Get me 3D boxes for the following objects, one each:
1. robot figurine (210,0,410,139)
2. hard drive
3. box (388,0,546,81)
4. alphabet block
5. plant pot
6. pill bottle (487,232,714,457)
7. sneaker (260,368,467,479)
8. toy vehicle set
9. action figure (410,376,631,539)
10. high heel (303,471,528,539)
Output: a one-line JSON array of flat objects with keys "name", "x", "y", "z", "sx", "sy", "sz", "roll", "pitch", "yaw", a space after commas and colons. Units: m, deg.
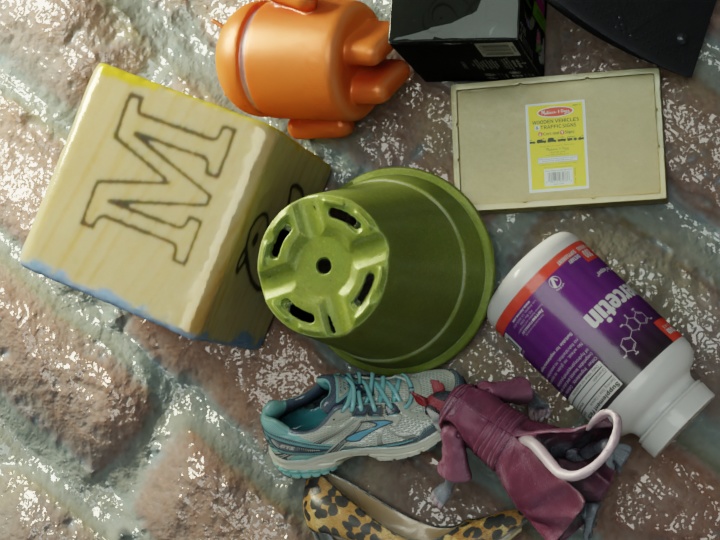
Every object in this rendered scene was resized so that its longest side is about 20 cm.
[{"name": "robot figurine", "x": -0.054, "y": -0.203, "z": 1.384, "sx": 0.199, "sy": 0.144, "sz": 0.117, "roll": 5, "pitch": 73, "yaw": 28}, {"name": "hard drive", "x": 0.238, "y": -0.267, "z": 1.300, "sx": 0.042, "sy": 0.199, "sz": 0.136, "roll": 9, "pitch": 79, "yaw": 58}, {"name": "box", "x": 0.106, "y": -0.290, "z": 1.344, "sx": 0.124, "sy": 0.148, "sz": 0.201, "roll": 1, "pitch": 83, "yaw": 16}, {"name": "alphabet block", "x": -0.169, "y": -0.055, "z": 1.366, "sx": 0.196, "sy": 0.195, "sz": 0.201, "roll": 22, "pitch": 90, "yaw": 14}, {"name": "plant pot", "x": 0.000, "y": 0.000, "z": 1.300, "sx": 0.199, "sy": 0.190, "sz": 0.201, "roll": 0, "pitch": 89, "yaw": 21}, {"name": "pill bottle", "x": 0.215, "y": 0.068, "z": 1.289, "sx": 0.200, "sy": 0.112, "sz": 0.113, "roll": 44, "pitch": 95, "yaw": 15}, {"name": "sneaker", "x": 0.001, "y": 0.131, "z": 1.335, "sx": 0.199, "sy": 0.087, "sz": 0.078, "roll": -20, "pitch": 42, "yaw": 8}, {"name": "toy vehicle set", "x": 0.186, "y": -0.120, "z": 1.365, "sx": 0.199, "sy": 0.027, "sz": 0.125, "roll": -3, "pitch": 82, "yaw": 14}, {"name": "action figure", "x": 0.123, "y": 0.152, "z": 1.252, "sx": 0.199, "sy": 0.149, "sz": 0.134, "roll": 30, "pitch": 76, "yaw": 22}, {"name": "high heel", "x": 0.044, "y": 0.218, "z": 1.337, "sx": 0.199, "sy": 0.071, "sz": 0.143, "roll": -26, "pitch": 78, "yaw": 15}]
